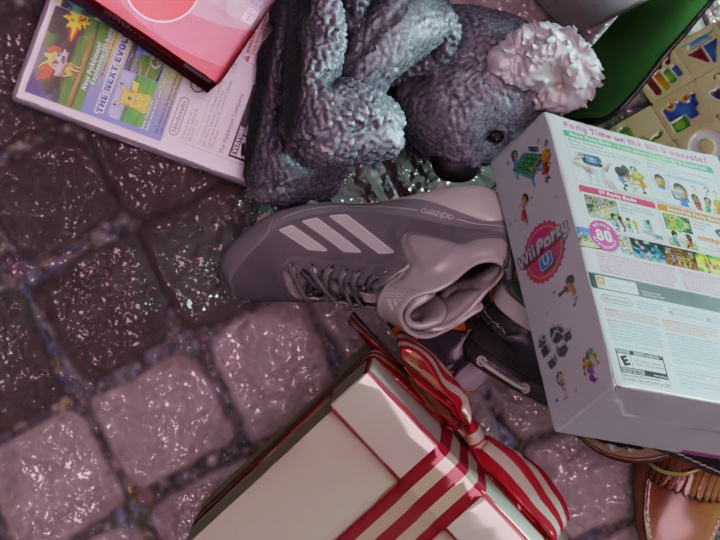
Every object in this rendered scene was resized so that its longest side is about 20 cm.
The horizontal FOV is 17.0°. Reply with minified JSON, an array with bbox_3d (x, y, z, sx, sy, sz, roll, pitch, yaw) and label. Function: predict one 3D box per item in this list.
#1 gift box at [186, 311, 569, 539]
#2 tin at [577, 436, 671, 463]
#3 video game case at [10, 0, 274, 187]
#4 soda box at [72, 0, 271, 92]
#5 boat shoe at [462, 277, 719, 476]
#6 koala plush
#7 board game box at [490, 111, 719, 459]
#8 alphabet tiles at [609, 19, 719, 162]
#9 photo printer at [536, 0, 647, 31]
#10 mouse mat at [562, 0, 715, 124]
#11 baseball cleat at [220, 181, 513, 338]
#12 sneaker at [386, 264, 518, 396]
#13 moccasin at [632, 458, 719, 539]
[{"bbox_3d":[0.009,0.146,1.541,0.187,0.200,0.185,-43,98,7],"label":"gift box"},{"bbox_3d":[0.226,0.062,1.586,0.200,0.042,0.112,-14,72,4],"label":"tin"},{"bbox_3d":[-0.113,-0.175,1.607,0.182,0.022,0.200,20,86,-8],"label":"video game case"},{"bbox_3d":[-0.159,-0.200,1.557,0.200,0.063,0.070,34,84,-8],"label":"soda box"},{"bbox_3d":[0.160,0.079,1.541,0.200,0.076,0.060,34,111,4],"label":"boat shoe"},{"bbox_3d":[0.044,-0.129,1.549,0.200,0.177,0.184,9,79,-14],"label":"koala plush"},{"bbox_3d":[0.174,0.011,1.495,0.147,0.064,0.200,12,52,-32],"label":"board game box"},{"bbox_3d":[0.268,-0.085,1.605,0.166,0.006,0.200,-30,59,4],"label":"alphabet tiles"},{"bbox_3d":[0.133,-0.239,1.559,0.069,0.200,0.166,-41,94,-8],"label":"photo printer"},{"bbox_3d":[0.198,-0.169,1.587,0.008,0.161,0.200,44,82,-13],"label":"mouse mat"},{"bbox_3d":[0.000,0.000,1.530,0.200,0.107,0.070,-15,133,19],"label":"baseball cleat"},{"bbox_3d":[0.098,-0.015,1.610,0.200,0.078,0.112,-41,85,-17],"label":"sneaker"},{"bbox_3d":[0.238,0.107,1.627,0.074,0.078,0.202,23,85,-8],"label":"moccasin"}]
